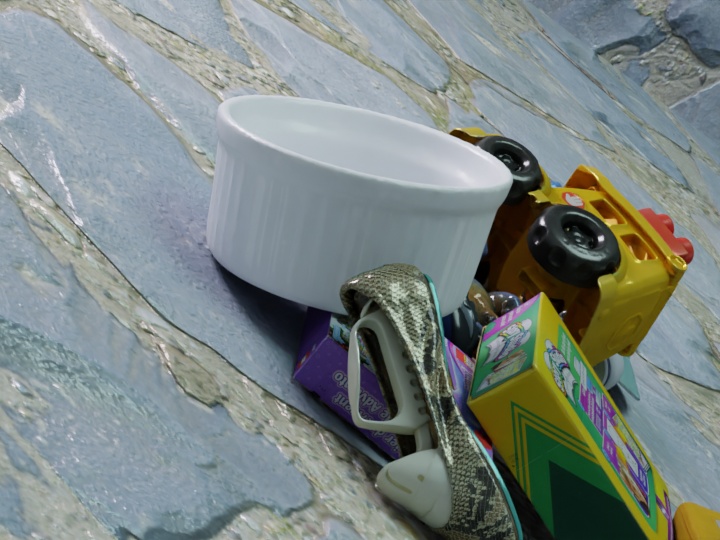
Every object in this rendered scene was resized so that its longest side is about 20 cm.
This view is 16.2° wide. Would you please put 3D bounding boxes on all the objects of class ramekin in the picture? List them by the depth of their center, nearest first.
[{"bbox_3d":[-0.007,-0.041,1.668,0.199,0.098,0.201,14,15,-4],"label":"ramekin"}]

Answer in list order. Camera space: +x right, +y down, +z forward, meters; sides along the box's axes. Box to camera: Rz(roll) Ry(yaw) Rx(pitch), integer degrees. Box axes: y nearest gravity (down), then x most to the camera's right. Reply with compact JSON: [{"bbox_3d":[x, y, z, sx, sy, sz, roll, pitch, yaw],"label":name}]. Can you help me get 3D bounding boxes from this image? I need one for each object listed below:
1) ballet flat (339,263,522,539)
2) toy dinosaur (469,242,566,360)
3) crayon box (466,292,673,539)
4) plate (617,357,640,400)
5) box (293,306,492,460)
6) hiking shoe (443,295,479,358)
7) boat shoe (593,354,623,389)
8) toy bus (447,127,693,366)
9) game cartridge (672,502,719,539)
[{"bbox_3d":[0.031,0.092,1.526,0.075,0.068,0.201,-9,72,-31],"label":"ballet flat"},{"bbox_3d":[0.056,0.024,1.893,0.105,0.202,0.181,-13,19,-37],"label":"toy dinosaur"},{"bbox_3d":[0.144,0.121,1.712,0.173,0.058,0.200,56,11,-7],"label":"crayon box"},{"bbox_3d":[0.177,0.033,2.170,0.200,0.026,0.200,46,4,-4],"label":"plate"},{"bbox_3d":[0.024,0.069,1.666,0.137,0.039,0.200,39,13,-7],"label":"box"},{"bbox_3d":[0.000,0.000,1.800,0.086,0.075,0.200,-23,65,-45],"label":"hiking shoe"},{"bbox_3d":[0.126,0.031,2.051,0.200,0.072,0.062,42,37,18],"label":"boat shoe"},{"bbox_3d":[0.162,-0.022,1.984,0.191,0.136,0.200,-16,55,-40],"label":"toy bus"},{"bbox_3d":[0.296,0.212,1.662,0.175,0.033,0.200,21,5,-1],"label":"game cartridge"}]
